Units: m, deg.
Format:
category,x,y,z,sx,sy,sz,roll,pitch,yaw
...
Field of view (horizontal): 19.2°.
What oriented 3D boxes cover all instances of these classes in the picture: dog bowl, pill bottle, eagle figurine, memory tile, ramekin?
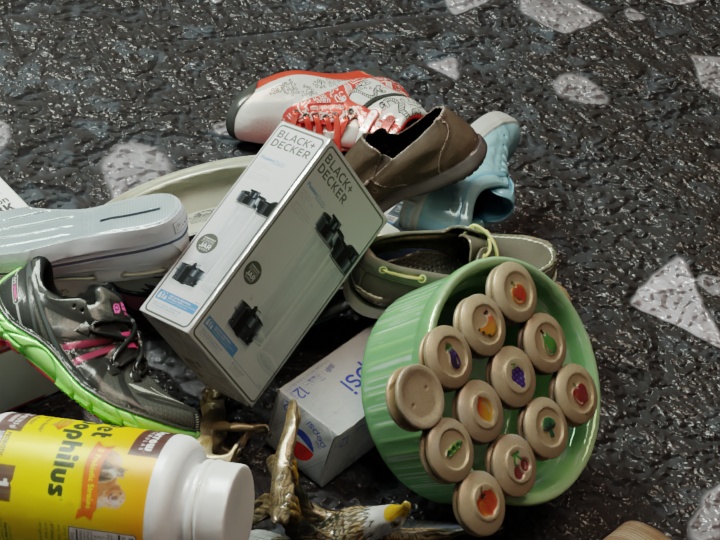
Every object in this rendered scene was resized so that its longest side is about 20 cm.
category,x,y,z,sx,sy,sz,roll,pitch,yaw
dog bowl,-0.134,-0.029,1.827,0.198,0.074,0.200,-14,19,5
pill bottle,-0.183,0.169,1.560,0.198,0.110,0.110,6,36,14
eagle figurine,0.007,0.215,1.621,0.199,0.151,0.152,35,77,-23
memory tile,0.106,0.097,1.654,0.200,0.017,0.154,-43,107,-41
ramekin,0.093,0.096,1.724,0.199,0.097,0.202,13,70,-40

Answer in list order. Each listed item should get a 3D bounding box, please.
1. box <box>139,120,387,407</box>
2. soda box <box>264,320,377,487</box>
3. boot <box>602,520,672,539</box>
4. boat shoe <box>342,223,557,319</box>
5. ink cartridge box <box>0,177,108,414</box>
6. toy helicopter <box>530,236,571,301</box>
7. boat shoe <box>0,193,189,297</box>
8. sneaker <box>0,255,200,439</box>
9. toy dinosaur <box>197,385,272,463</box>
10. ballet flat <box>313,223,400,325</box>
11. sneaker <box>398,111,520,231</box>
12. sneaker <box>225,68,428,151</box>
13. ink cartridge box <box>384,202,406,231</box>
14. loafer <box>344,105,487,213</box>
category,x,y,z,sx,sy,sz,roll,pitch,yaw
box,-0.075,-0.006,1.716,0.060,0.117,0.201,21,67,41
soda box,0.009,0.098,1.788,0.068,0.064,0.200,35,41,20
boot,0.245,0.283,1.642,0.199,0.074,0.155,21,35,26
boat shoe,0.085,-0.004,1.814,0.200,0.061,0.072,-6,48,-23
ink cartridge box,-0.316,0.016,1.756,0.144,0.084,0.200,-22,52,-38
toy helicopter,0.091,0.023,1.907,0.198,0.079,0.133,7,43,8
boat shoe,-0.232,-0.009,1.696,0.198,0.067,0.074,-6,33,7
sneaker,-0.198,0.061,1.621,0.200,0.077,0.084,38,86,9
toy dinosaur,-0.137,0.147,1.699,0.100,0.059,0.200,16,27,25
ballet flat,0.000,0.000,1.857,0.199,0.069,0.068,-19,31,-15
sneaker,0.113,-0.076,1.963,0.082,0.074,0.200,27,43,16
sneaker,-0.024,-0.144,2.068,0.200,0.068,0.108,-11,39,-35
ink cartridge box,-0.013,-0.057,1.988,0.198,0.045,0.177,-1,42,-21
loafer,0.012,-0.093,1.881,0.199,0.071,0.073,-25,26,14
